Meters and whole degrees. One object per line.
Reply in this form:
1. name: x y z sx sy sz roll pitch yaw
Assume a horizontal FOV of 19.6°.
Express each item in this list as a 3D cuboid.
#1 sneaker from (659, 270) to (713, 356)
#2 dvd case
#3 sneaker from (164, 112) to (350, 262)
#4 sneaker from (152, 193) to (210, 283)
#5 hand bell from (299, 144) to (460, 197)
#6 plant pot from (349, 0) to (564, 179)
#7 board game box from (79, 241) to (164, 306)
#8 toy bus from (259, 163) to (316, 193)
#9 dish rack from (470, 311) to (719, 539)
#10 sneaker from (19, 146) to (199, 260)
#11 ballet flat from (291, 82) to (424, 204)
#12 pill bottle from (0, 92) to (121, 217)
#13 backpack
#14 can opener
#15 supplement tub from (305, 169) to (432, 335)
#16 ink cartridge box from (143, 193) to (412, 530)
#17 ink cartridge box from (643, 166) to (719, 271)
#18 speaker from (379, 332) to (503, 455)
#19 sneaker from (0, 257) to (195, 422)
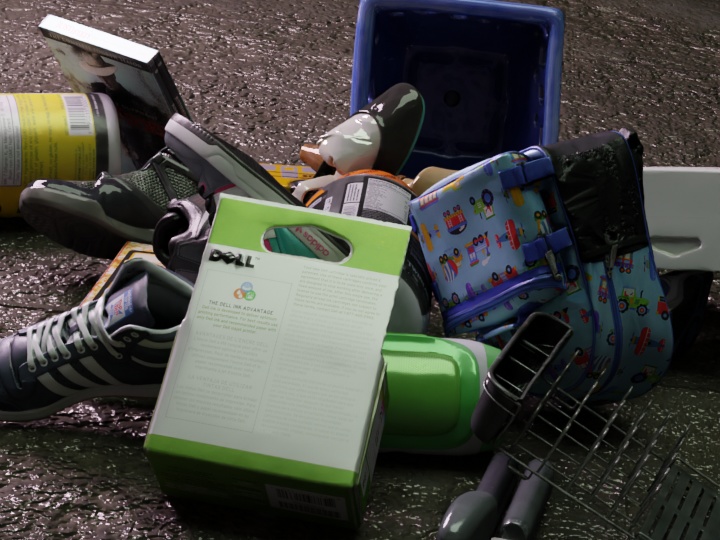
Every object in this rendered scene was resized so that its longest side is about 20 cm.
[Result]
1. sneaker: 0.233 0.035 1.734 0.077 0.076 0.199 21 24 27
2. dvd case: -0.209 -0.145 1.949 0.145 0.201 0.022 22 59 34
3. sneaker: -0.100 -0.019 1.572 0.200 0.121 0.084 41 6 23
4. sneaker: -0.119 -0.035 1.699 0.097 0.071 0.201 6 22 -4
5. hand bell: 0.028 -0.074 1.844 0.199 0.105 0.104 21 25 31
6. plant pot: 0.093 -0.163 2.031 0.198 0.202 0.180 5 6 3
7. board game box: -0.141 0.038 1.670 0.150 0.047 0.200 8 21 7
8. toy bus: -0.090 -0.060 1.909 0.198 0.066 0.078 4 21 -6
9. dish rack: 0.175 0.122 1.446 0.199 0.055 0.153 34 26 7
10. sneaker: -0.194 -0.068 1.802 0.197 0.115 0.076 9 -25 -15
11. ballet flat: -0.016 -0.076 1.796 0.068 0.201 0.068 11 27 -48
12. pill bottle: -0.324 -0.104 1.897 0.198 0.115 0.114 -2 22 -18
13. backpack: 0.143 0.011 1.592 0.134 0.202 0.182 -14 -3 -34
14. can opener: 0.094 0.164 1.393 0.052 0.067 0.200 12 17 12
15. supplement tub: 0.000 0.000 1.684 0.121 0.124 0.200 6 24 2
16. ink cartridge box: -0.049 0.061 1.439 0.146 0.076 0.202 10 63 9
17. ink cartridge box: 0.279 -0.045 1.767 0.144 0.084 0.200 1 3 15
18. speaker: 0.004 0.089 1.522 0.198 0.089 0.089 3 21 -7
19. sneaker: -0.201 0.049 1.502 0.198 0.109 0.071 -6 58 -8
